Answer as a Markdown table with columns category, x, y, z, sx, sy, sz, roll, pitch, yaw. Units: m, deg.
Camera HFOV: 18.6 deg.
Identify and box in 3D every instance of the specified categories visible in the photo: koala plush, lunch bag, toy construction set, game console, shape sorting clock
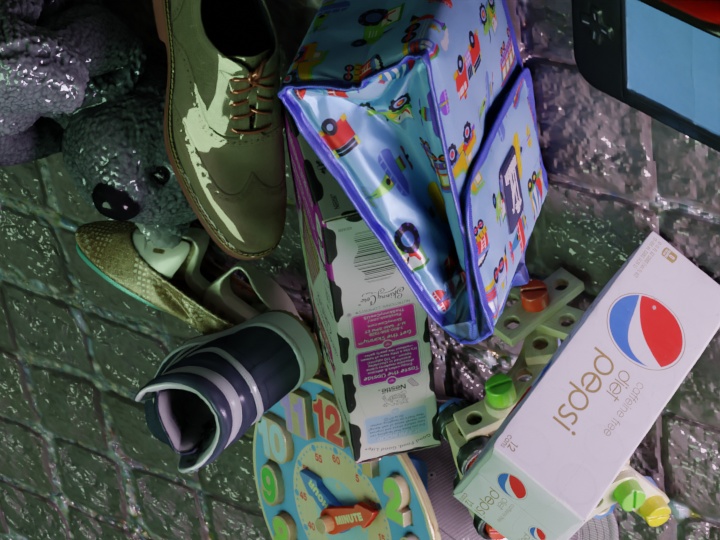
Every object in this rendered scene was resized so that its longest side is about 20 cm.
| category | x | y | z | sx | sy | sz | roll | pitch | yaw |
| --- | --- | --- | --- | --- | --- | --- | --- | --- | --- |
| koala plush | -0.166 | -0.099 | 1.423 | 0.199 | 0.185 | 0.177 | 27 | 132 | -16 |
| lunch bag | 0.048 | -0.068 | 1.238 | 0.093 | 0.151 | 0.201 | -10 | 123 | 25 |
| toy construction set | 0.117 | 0.103 | 1.383 | 0.092 | 0.130 | 0.201 | -125 | 13 | -58 |
| game console | 0.149 | -0.109 | 1.115 | 0.199 | 0.118 | 0.173 | 33 | 144 | 37 |
| shape sorting clock | -0.012 | 0.166 | 1.482 | 0.199 | 0.039 | 0.202 | 25 | 123 | 46 |

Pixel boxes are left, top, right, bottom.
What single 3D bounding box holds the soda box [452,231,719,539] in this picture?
| category | x | y | z | sx | sy | sz | roll | pitch | yaw |
| --- | --- | --- | --- | --- | --- | --- | --- | --- | --- |
| soda box | 0.137 | 0.071 | 1.266 | 0.068 | 0.200 | 0.064 | 38 | 143 | 3 |

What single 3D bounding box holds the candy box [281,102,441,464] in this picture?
| category | x | y | z | sx | sy | sz | roll | pitch | yaw |
| --- | --- | --- | --- | --- | --- | --- | --- | --- | --- |
| candy box | 0.000 | 0.000 | 1.367 | 0.060 | 0.137 | 0.201 | -13 | 130 | -5 |

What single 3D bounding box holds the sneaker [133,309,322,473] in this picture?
| category | x | y | z | sx | sy | sz | roll | pitch | yaw |
| --- | --- | --- | --- | --- | --- | --- | --- | --- | --- |
| sneaker | -0.117 | 0.093 | 1.467 | 0.070 | 0.108 | 0.200 | 55 | 142 | -3 |

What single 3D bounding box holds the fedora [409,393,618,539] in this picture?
| category | x | y | z | sx | sy | sz | roll | pitch | yaw |
| --- | --- | --- | --- | --- | --- | --- | --- | --- | --- |
| fedora | 0.069 | 0.179 | 1.515 | 0.199 | 0.090 | 0.177 | 36 | 142 | 6 |

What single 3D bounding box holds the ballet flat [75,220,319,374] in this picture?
| category | x | y | z | sx | sy | sz | roll | pitch | yaw |
| --- | --- | --- | --- | --- | --- | --- | --- | --- | --- |
| ballet flat | -0.106 | 0.008 | 1.532 | 0.199 | 0.071 | 0.066 | 33 | 123 | 3 |

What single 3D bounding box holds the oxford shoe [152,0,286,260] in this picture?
| category | x | y | z | sx | sy | sz | roll | pitch | yaw |
| --- | --- | --- | --- | --- | --- | --- | --- | --- | --- |
| oxford shoe | -0.079 | -0.104 | 1.329 | 0.075 | 0.070 | 0.202 | 1 | 107 | 64 |
